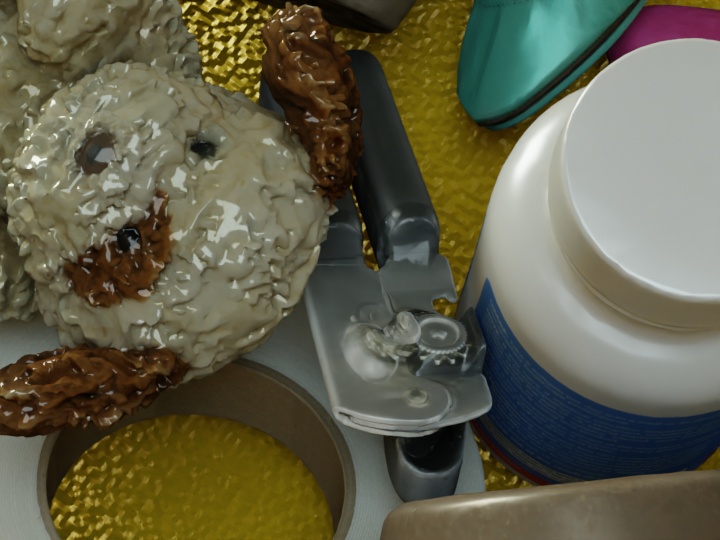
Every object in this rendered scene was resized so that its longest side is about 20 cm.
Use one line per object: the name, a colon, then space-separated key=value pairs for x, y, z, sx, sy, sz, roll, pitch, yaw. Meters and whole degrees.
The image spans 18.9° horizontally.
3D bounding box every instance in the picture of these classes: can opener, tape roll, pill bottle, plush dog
can opener: x=0.000 y=0.000 z=0.761 sx=0.053 sy=0.067 sz=0.200 roll=-3 pitch=38 yaw=-11
tape roll: x=-0.056 y=0.081 z=0.737 sx=0.202 sy=0.037 sz=0.203 roll=4 pitch=51 yaw=-4
pill bottle: x=0.092 y=0.003 z=0.711 sx=0.112 sy=0.200 sz=0.112 roll=1 pitch=72 yaw=-3
plush dog: x=-0.092 y=-0.028 z=0.723 sx=0.172 sy=0.160 sz=0.200 roll=32 pitch=78 yaw=24

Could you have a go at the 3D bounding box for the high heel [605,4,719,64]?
high heel: x=0.185 y=-0.058 z=0.786 sx=0.200 sy=0.096 sz=0.067 roll=31 pitch=76 yaw=8

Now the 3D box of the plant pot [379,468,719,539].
plant pot: x=0.070 y=0.150 z=0.630 sx=0.200 sy=0.200 sz=0.175 roll=-5 pitch=83 yaw=-2

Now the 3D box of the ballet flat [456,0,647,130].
ballet flat: x=0.095 y=-0.141 z=0.820 sx=0.200 sy=0.067 sz=0.070 roll=-44 pitch=119 yaw=-15

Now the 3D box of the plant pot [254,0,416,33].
plant pot: x=-0.016 y=-0.187 z=0.788 sx=0.200 sy=0.200 sz=0.174 roll=19 pitch=90 yaw=5
